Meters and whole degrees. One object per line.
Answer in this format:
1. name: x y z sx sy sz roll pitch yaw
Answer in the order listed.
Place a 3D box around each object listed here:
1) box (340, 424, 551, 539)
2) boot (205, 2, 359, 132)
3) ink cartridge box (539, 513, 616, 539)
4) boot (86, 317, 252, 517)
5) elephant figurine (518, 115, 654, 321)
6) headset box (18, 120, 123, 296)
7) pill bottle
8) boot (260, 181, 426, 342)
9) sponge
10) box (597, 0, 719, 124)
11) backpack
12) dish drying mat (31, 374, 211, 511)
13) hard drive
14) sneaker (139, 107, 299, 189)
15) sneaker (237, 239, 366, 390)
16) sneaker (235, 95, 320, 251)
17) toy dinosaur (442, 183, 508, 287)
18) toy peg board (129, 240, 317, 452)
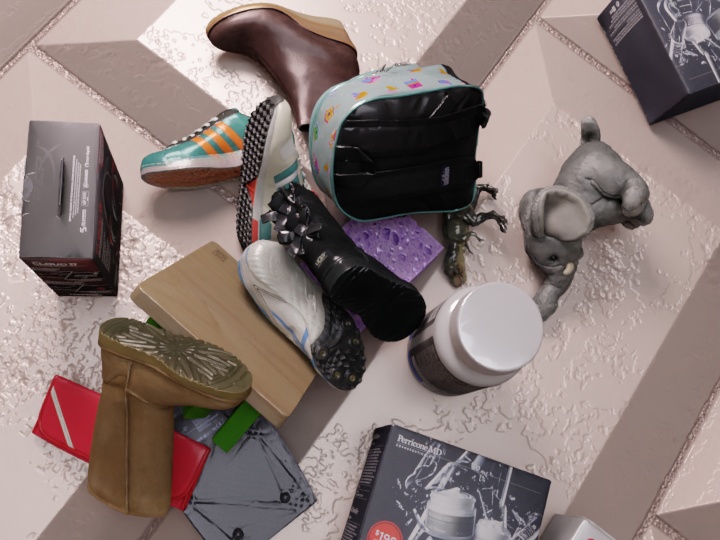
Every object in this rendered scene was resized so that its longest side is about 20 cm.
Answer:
1. box: 0.089 0.296 0.866 0.199 0.104 0.183 20 72 -5
2. boot: -0.092 -0.258 0.978 0.199 0.072 0.167 -4 67 -18
3. ink cartridge box: 0.249 0.408 0.876 0.144 0.085 0.200 39 74 1
4. boot: -0.193 0.161 0.754 0.174 0.066 0.201 21 115 22
5. elephant figurine: 0.264 -0.063 0.981 0.199 0.142 0.155 -32 54 0
6. headset box: -0.314 -0.063 0.833 0.075 0.200 0.150 1 75 -10
7. pill bottle: 0.129 0.081 0.875 0.113 0.200 0.115 2 76 -9
8. boot: -0.019 -0.011 0.873 0.073 0.198 0.163 -46 51 7
9. sponge: 0.000 0.000 0.946 0.112 0.030 0.200 44 65 5
10. box: 0.480 -0.337 1.084 0.199 0.104 0.183 -21 82 -14
11. backpack: 0.034 -0.155 0.912 0.199 0.177 0.153 -17 40 -26
12. dish drying mat: -0.269 0.190 0.842 0.199 0.018 0.077 23 90 10
13. hard drive: -0.157 0.220 0.872 0.135 0.042 0.200 -35 83 -16
14. sneaker: -0.181 -0.156 0.951 0.199 0.071 0.080 -13 77 -21
15. sneaker: -0.065 0.052 0.865 0.072 0.072 0.200 -38 90 -25
16. sneaker: -0.092 -0.112 0.916 0.093 0.070 0.201 -2 117 -27
17. toy dinosaur: 0.143 -0.081 1.001 0.088 0.047 0.201 -4 74 -4
18. toy peg board: -0.156 0.087 0.852 0.200 0.199 0.098 42 109 -2
